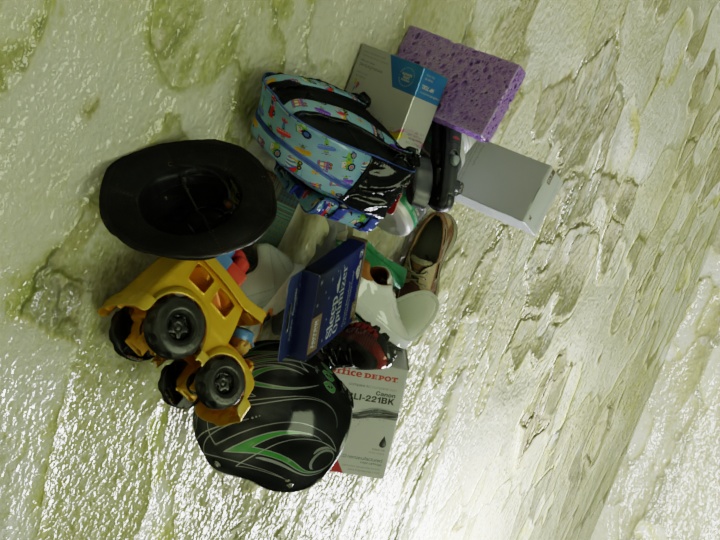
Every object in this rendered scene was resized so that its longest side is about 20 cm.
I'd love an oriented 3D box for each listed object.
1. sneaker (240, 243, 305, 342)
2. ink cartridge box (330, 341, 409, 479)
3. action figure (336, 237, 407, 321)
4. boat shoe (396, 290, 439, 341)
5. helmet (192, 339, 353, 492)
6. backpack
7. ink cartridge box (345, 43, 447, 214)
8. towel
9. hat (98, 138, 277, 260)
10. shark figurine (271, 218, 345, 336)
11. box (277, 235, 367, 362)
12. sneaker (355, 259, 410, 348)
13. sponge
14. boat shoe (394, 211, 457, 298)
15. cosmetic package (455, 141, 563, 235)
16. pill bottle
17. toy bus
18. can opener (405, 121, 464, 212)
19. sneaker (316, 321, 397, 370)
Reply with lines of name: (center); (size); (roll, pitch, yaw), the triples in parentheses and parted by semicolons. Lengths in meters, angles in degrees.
sneaker: (-0.163, 0.048, 1.318); (0.092, 0.076, 0.201); (41, 92, -17)
ink cartridge box: (-0.013, 0.212, 1.596); (0.084, 0.141, 0.204); (-98, -162, -68)
action figure: (0.000, 0.000, 1.557); (0.119, 0.054, 0.200); (-55, 151, -9)
boat shoe: (0.049, 0.100, 1.638); (0.201, 0.072, 0.060); (-41, 173, 15)
helmet: (-0.127, 0.192, 1.379); (0.189, 0.200, 0.203); (27, 90, -27)
backpack: (-0.051, -0.155, 1.268); (0.198, 0.183, 0.135); (15, 118, -43)
ink cartridge box: (0.026, -0.193, 1.398); (0.067, 0.115, 0.203); (8, 106, -55)
towel: (-0.158, -0.037, 1.338); (0.146, 0.021, 0.203); (25, 90, -58)
hat: (-0.193, -0.061, 1.137); (0.200, 0.200, 0.082); (-36, 155, -35)
shark figurine: (-0.087, 0.007, 1.399); (0.088, 0.128, 0.217); (23, 105, -15)
box: (-0.047, 0.039, 1.336); (0.200, 0.032, 0.123); (-36, 140, -61)
sneaker: (0.036, 0.049, 1.522); (0.085, 0.072, 0.200); (-53, 140, -7)
sponge: (0.123, -0.261, 1.410); (0.113, 0.198, 0.030); (-59, 145, -3)
boat shoe: (0.098, -0.006, 1.671); (0.074, 0.074, 0.204); (26, 81, -71)
cosmetic package: (0.212, -0.144, 1.621); (0.103, 0.198, 0.074); (-60, 147, -2)
pill bottle: (0.085, -0.160, 1.511); (0.201, 0.112, 0.114); (-51, 146, -18)
toy bus: (-0.183, 0.057, 1.220); (0.201, 0.135, 0.193); (51, 57, -20)
can opener: (0.118, -0.179, 1.429); (0.078, 0.063, 0.204); (22, 75, -40)
sneaker: (-0.037, 0.113, 1.452); (0.097, 0.198, 0.072); (-34, 122, -35)
